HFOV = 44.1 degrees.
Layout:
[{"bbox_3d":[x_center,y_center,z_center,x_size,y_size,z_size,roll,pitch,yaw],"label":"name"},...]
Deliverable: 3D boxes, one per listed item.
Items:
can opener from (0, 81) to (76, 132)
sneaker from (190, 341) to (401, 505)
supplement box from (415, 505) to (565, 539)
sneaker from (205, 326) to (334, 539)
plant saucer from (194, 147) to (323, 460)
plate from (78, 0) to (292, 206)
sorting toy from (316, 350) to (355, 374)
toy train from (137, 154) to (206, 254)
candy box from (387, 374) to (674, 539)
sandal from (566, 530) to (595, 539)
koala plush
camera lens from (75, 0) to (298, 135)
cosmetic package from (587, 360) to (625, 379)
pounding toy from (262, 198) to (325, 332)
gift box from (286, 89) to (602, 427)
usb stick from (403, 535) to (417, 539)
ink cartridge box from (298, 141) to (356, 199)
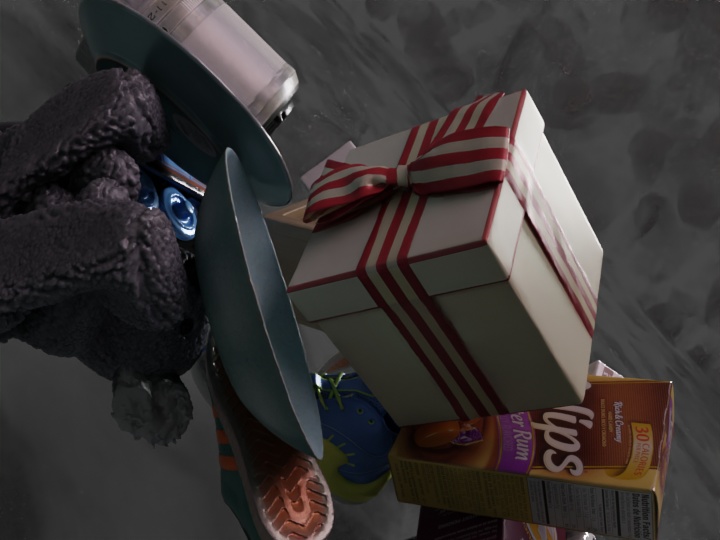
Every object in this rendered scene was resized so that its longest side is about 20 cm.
[{"bbox_3d":[-0.264,-0.110,0.734,0.200,0.063,0.080,-31,105,-61],"label":"can opener"},{"bbox_3d":[-0.038,0.101,0.721,0.200,0.105,0.076,40,20,-21],"label":"sneaker"},{"bbox_3d":[0.105,0.236,0.710,0.111,0.085,0.201,53,27,-22],"label":"supplement box"},{"bbox_3d":[-0.077,0.121,0.638,0.070,0.080,0.202,0,51,-25],"label":"sneaker"},{"bbox_3d":[-0.069,0.026,0.559,0.201,0.038,0.204,162,-90,-90],"label":"plant saucer"},{"bbox_3d":[-0.131,-0.109,0.638,0.199,0.026,0.201,37,-16,13],"label":"plate"},{"bbox_3d":[0.071,0.120,0.905,0.200,0.107,0.180,45,22,-5],"label":"sorting toy"},{"bbox_3d":[-0.179,-0.064,0.740,0.200,0.086,0.115,29,39,-57],"label":"toy train"},{"bbox_3d":[0.133,0.133,0.685,0.117,0.197,0.057,-56,142,-49],"label":"candy box"},{"bbox_3d":[0.191,0.271,0.842,0.050,0.082,0.202,62,14,9],"label":"sandal"},{"bbox_3d":[-0.170,0.010,0.592,0.200,0.182,0.179,56,14,-52],"label":"koala plush"},{"bbox_3d":[-0.177,-0.206,0.943,0.200,0.160,0.160,42,19,-12],"label":"camera lens"},{"bbox_3d":[0.188,0.177,0.867,0.081,0.200,0.114,34,61,-9],"label":"cosmetic package"},{"bbox_3d":[0.000,0.000,0.908,0.198,0.144,0.183,15,25,32],"label":"pounding toy"},{"bbox_3d":[0.064,-0.019,0.667,0.187,0.183,0.201,53,35,-32],"label":"gift box"},{"bbox_3d":[0.054,0.248,0.738,0.199,0.032,0.056,12,45,-60],"label":"usb stick"},{"bbox_3d":[0.022,-0.040,1.096,0.201,0.084,0.145,53,-2,17],"label":"ink cartridge box"}]
